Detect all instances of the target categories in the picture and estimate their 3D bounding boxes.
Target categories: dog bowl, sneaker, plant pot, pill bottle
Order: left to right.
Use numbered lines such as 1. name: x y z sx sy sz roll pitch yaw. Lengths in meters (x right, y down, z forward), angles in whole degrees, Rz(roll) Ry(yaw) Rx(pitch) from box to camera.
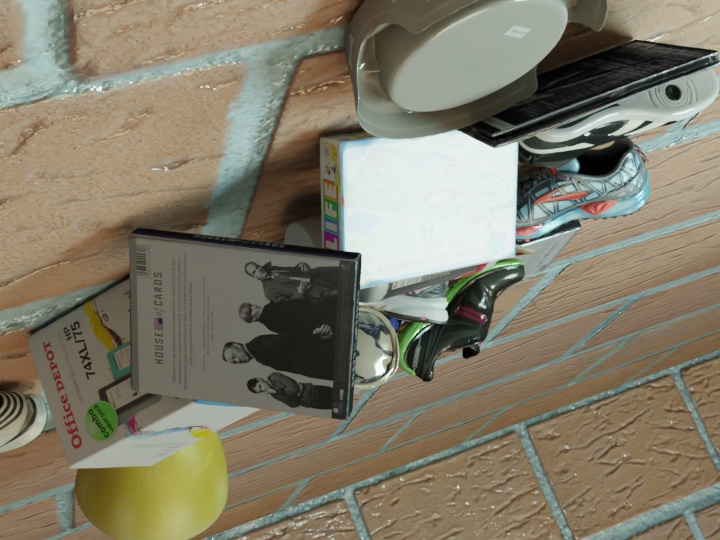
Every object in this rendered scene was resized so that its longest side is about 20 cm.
1. sneaker: -0.459 0.187 1.248 0.200 0.076 0.115 -34 153 8
2. plant pot: -0.262 0.229 1.449 0.200 0.200 0.142 -13 133 -30
3. sneaker: 0.000 0.000 1.202 0.200 0.087 0.080 11 174 -12
4. pill bottle: 0.031 -0.030 1.116 0.200 0.111 0.111 -15 161 -24
5. sneaker: 0.127 0.060 1.378 0.200 0.084 0.077 -40 176 -7
6. dog bowl: 0.079 -0.174 0.830 0.200 0.059 0.200 -21 164 -7
7. sneaker: 0.215 -0.101 1.241 0.200 0.079 0.096 -15 133 2
8. sneaker: 0.236 -0.153 1.093 0.200 0.073 0.112 -13 167 -14

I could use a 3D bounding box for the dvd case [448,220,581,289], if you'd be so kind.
1. dvd case: 0.185 -0.010 1.525 0.200 0.025 0.150 -17 162 -19

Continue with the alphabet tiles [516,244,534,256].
1. alphabet tiles: 0.090 -0.020 1.311 0.167 0.008 0.200 -9 171 28

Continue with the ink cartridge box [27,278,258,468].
1. ink cartridge box: -0.198 0.094 1.138 0.200 0.147 0.146 -29 163 17

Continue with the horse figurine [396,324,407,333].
1. horse figurine: 0.009 0.062 1.388 0.200 0.050 0.133 -10 160 -37

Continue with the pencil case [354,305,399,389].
1. pencil case: -0.026 0.073 1.122 0.089 0.078 0.200 11 176 -16

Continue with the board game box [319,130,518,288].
1. board game box: 0.056 -0.064 1.023 0.200 0.135 0.034 -11 -161 -32

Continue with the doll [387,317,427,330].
1. doll: 0.025 0.040 1.312 0.200 0.136 0.049 -29 131 -33

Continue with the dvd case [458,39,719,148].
1. dvd case: 0.179 -0.153 0.956 0.200 0.016 0.149 -20 -161 -7

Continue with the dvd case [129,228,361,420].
1. dvd case: -0.103 0.047 0.982 0.200 0.151 0.025 7 -160 9
